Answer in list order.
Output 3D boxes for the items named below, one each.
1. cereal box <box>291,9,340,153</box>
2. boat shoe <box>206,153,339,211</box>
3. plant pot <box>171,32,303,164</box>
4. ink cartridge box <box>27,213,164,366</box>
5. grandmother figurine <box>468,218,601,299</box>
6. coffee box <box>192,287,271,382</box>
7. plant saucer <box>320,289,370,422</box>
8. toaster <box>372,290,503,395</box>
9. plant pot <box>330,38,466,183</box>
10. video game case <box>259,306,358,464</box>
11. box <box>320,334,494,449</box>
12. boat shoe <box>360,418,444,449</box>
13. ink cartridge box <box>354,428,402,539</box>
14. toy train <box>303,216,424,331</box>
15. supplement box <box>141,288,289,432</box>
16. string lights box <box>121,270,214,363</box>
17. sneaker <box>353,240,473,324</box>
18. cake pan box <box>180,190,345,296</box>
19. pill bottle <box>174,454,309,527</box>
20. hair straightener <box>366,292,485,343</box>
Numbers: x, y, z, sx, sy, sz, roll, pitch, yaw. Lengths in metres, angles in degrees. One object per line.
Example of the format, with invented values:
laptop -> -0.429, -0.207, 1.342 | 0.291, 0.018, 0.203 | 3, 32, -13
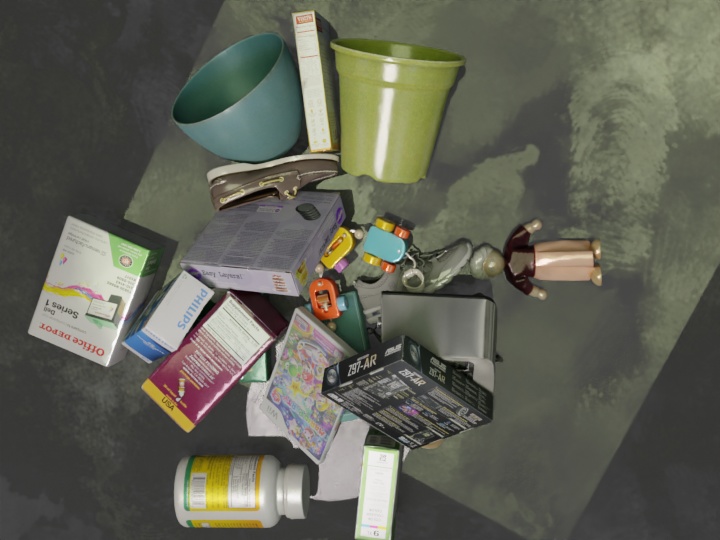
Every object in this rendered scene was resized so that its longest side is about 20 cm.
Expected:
cereal box -> -0.062, -0.277, 1.612 | 0.039, 0.144, 0.202 | -7, 94, 7
boat shoe -> -0.126, -0.131, 1.610 | 0.198, 0.072, 0.060 | -9, 80, -8
plant pot -> -0.162, -0.237, 1.618 | 0.199, 0.201, 0.135 | -33, 123, 8
ink cartridge box -> -0.415, 0.030, 1.706 | 0.144, 0.084, 0.202 | 22, 98, 3
grandmother figurine -> 0.263, -0.016, 1.649 | 0.198, 0.061, 0.123 | -3, 87, 3
coffee box -> -0.204, 0.076, 1.710 | 0.121, 0.044, 0.202 | -3, 95, 7
plant saucer -> -0.018, 0.128, 1.670 | 0.069, 0.019, 0.202 | -12, 73, 1
toaster -> 0.119, 0.124, 1.599 | 0.198, 0.182, 0.120 | 3, 54, 4
plant pot -> 0.044, -0.233, 1.596 | 0.198, 0.201, 0.186 | 9, 108, 5
video game case -> -0.077, 0.176, 1.657 | 0.143, 0.018, 0.201 | 38, 122, 28
box -> 0.068, 0.177, 1.540 | 0.159, 0.044, 0.199 | -27, 132, 37
boat shoe -> 0.041, 0.216, 1.690 | 0.199, 0.065, 0.072 | 27, 69, 6
ink cartridge box -> 0.028, 0.359, 1.685 | 0.059, 0.104, 0.202 | 5, 97, 5
toy train -> 0.000, 0.000, 1.645 | 0.198, 0.056, 0.152 | -17, 93, 18
supplement box -> -0.215, 0.126, 1.628 | 0.103, 0.131, 0.200 | 44, 98, 0
string lights box -> -0.290, 0.073, 1.620 | 0.059, 0.200, 0.103 | 36, 68, -12
sneaker -> 0.079, 0.003, 1.658 | 0.199, 0.075, 0.082 | -30, 94, 9
cake pan box -> -0.145, -0.047, 1.603 | 0.198, 0.185, 0.053 | 4, 131, 24
pill bottle -> -0.183, 0.346, 1.701 | 0.198, 0.113, 0.114 | -2, 96, 6
hair straightener -> 0.099, 0.069, 1.671 | 0.198, 0.077, 0.041 | -12, 51, 14
